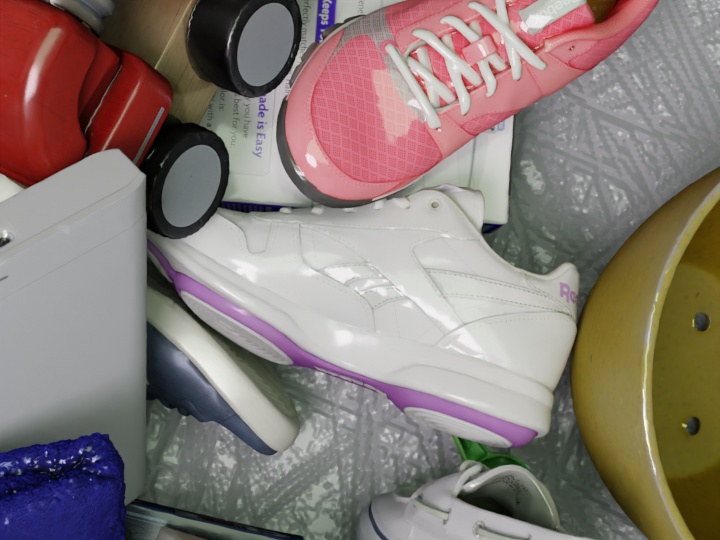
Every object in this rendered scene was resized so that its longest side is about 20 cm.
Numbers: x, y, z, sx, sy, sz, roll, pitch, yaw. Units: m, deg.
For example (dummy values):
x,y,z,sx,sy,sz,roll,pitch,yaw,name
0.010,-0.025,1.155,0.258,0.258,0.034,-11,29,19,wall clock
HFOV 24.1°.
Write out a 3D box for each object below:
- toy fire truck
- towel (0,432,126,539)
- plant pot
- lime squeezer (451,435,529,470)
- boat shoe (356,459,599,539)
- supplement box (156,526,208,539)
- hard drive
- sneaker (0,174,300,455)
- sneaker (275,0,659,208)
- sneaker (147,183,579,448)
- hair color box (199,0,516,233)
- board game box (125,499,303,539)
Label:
x,y,z,sx,sy,sz,roll,pitch,yaw,name
-0.096,-0.119,0.624,0.128,0.200,0.177,25,83,32,toy fire truck
-0.166,0.153,0.655,0.147,0.201,0.050,-15,45,-31,towel
0.168,0.045,0.726,0.198,0.142,0.202,0,89,-24,plant pot
0.079,0.113,0.759,0.038,0.071,0.201,-27,71,-25,lime squeezer
0.057,0.112,0.692,0.073,0.200,0.067,15,93,-23,boat shoe
0.009,0.176,0.705,0.198,0.126,0.074,20,85,-19,supplement box
-0.141,0.055,0.656,0.131,0.201,0.026,-31,59,-29,hard drive
-0.121,0.032,0.762,0.199,0.075,0.085,38,94,4,sneaker
0.050,-0.096,0.689,0.199,0.087,0.074,-33,94,-26,sneaker
0.000,0.000,0.727,0.198,0.075,0.100,23,78,3,sneaker
-0.029,-0.080,0.774,0.198,0.065,0.111,5,86,-1,hair color box
-0.112,0.206,0.766,0.134,0.035,0.202,13,86,-3,board game box
